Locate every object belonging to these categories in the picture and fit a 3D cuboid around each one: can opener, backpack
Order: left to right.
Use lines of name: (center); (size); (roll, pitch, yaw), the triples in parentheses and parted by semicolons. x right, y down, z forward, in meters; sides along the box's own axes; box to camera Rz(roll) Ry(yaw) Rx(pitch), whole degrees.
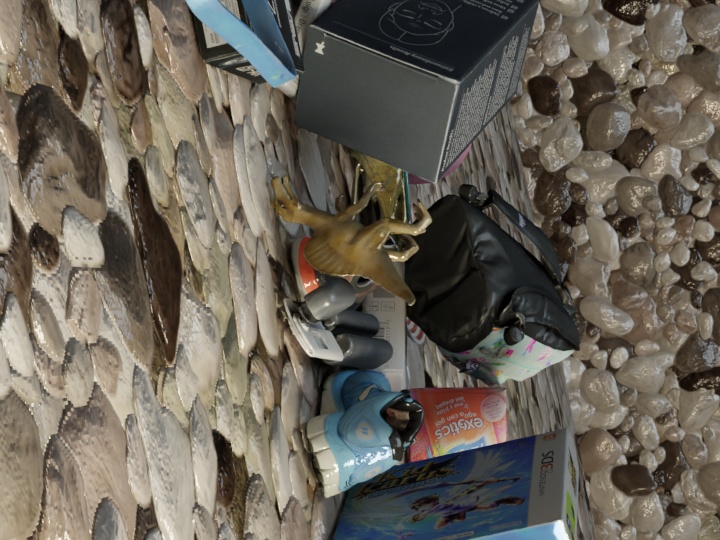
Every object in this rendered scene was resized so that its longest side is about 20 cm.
can opener: (-0.009, 0.046, 1.342); (0.054, 0.067, 0.200); (61, 15, 15)
backpack: (0.128, 0.029, 1.558); (0.199, 0.126, 0.169); (30, 45, -51)

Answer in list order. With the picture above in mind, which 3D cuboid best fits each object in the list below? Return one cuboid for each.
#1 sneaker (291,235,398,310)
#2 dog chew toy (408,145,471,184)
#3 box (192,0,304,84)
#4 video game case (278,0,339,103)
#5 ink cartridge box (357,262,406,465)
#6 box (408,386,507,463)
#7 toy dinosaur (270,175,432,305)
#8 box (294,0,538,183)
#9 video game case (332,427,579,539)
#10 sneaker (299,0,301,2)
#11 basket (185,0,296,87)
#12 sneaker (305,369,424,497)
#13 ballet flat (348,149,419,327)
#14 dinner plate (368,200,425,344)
sneaker: (0.000, 0.000, 1.420); (0.200, 0.081, 0.078); (-15, 93, -78)
dog chew toy: (0.051, -0.169, 1.725); (0.200, 0.123, 0.126); (-119, -168, -69)
box: (-0.103, -0.259, 1.281); (0.160, 0.043, 0.202); (1, 77, -77)
video game case: (-0.014, -0.234, 1.495); (0.184, 0.023, 0.200); (-67, 163, -2)
ink cartridge box: (0.024, 0.114, 1.555); (0.162, 0.049, 0.201); (-87, 178, -49)
box: (0.095, 0.166, 1.569); (0.200, 0.093, 0.104); (50, 39, -85)
toy dinosaur: (0.007, -0.018, 1.296); (0.200, 0.101, 0.059); (39, -38, 38)
box: (0.053, -0.191, 1.457); (0.200, 0.147, 0.108); (-47, 155, -49)
video game case: (0.078, 0.202, 1.311); (0.181, 0.198, 0.046); (-63, 137, -72)
sneaker: (-0.021, -0.299, 1.641); (0.200, 0.080, 0.116); (71, 9, -59)
basket: (-0.105, -0.226, 1.014); (0.176, 0.138, 0.202); (38, 32, -73)
sneaker: (0.013, 0.132, 1.338); (0.200, 0.089, 0.079); (-70, 146, -74)
ballet flat: (0.026, -0.036, 1.615); (0.071, 0.070, 0.202); (-25, 106, -77)
dinner plate: (0.037, -0.017, 1.745); (0.200, 0.024, 0.203); (-11, 90, -78)
